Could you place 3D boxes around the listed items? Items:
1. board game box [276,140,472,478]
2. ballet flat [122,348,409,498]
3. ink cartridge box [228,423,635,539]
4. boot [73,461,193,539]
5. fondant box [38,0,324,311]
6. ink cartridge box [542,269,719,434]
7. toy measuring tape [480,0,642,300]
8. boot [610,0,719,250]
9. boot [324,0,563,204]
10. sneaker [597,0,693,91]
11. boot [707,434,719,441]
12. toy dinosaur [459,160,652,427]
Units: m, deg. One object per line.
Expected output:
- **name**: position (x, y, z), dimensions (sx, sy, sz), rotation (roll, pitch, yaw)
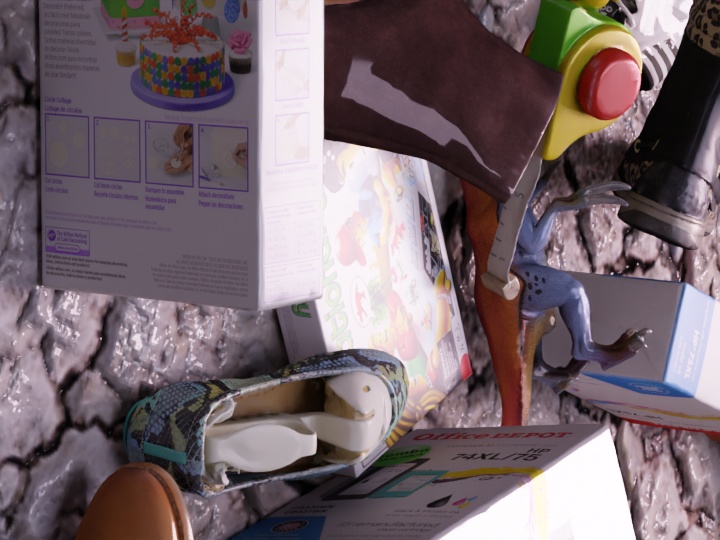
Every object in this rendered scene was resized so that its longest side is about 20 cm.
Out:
- **board game box**: position (0.000, 0.000, 1.672), dimensions (0.126, 0.034, 0.201), rotation (-39, 125, -44)
- **ballet flat**: position (-0.033, 0.087, 1.578), dimensions (0.199, 0.074, 0.075), rotation (-12, 105, -40)
- **ink cartridge box**: position (0.047, 0.187, 1.658), dimensions (0.200, 0.146, 0.147), rotation (-27, 108, -50)
- **boot**: position (-0.165, 0.180, 1.442), dimensions (0.155, 0.076, 0.201), rotation (25, 85, -54)
- **fondant box**: position (-0.089, -0.087, 1.444), dimensions (0.058, 0.144, 0.202), rotation (-11, 104, -52)
- **ink cartridge box**: position (0.200, 0.060, 1.889), dimensions (0.200, 0.116, 0.068), rotation (26, 74, -52)
- **toy measuring tape**: position (0.121, -0.080, 1.705), dimensions (0.073, 0.073, 0.201), rotation (-15, 123, -52)
- **boot**: position (0.213, -0.101, 1.839), dimensions (0.200, 0.073, 0.151), rotation (-47, 158, -77)
- **boot**: position (0.016, -0.087, 1.586), dimensions (0.166, 0.072, 0.201), rotation (35, 51, -6)
- **sneaker**: position (0.172, -0.199, 1.849), dimensions (0.116, 0.075, 0.201), rotation (-55, 137, -37)
- **boot**: position (0.295, 0.133, 2.070), dimensions (0.200, 0.076, 0.156), rotation (-29, 121, -57)
- **toy dinosaur**: position (0.095, -0.015, 1.750), dimensions (0.182, 0.105, 0.200), rotation (51, 58, -12)
